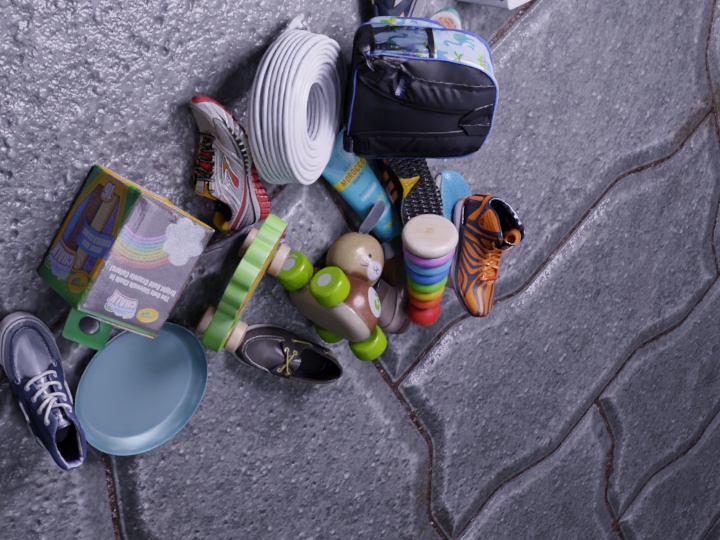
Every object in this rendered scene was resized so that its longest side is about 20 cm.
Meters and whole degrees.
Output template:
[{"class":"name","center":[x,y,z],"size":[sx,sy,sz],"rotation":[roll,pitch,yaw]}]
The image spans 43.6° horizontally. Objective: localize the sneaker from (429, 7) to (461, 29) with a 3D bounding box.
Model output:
[{"class":"sneaker","center":[0.103,-0.297,1.355],"size":[0.201,0.071,0.080],"rotation":[-65,177,28]}]

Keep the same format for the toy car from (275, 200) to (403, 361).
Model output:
[{"class":"toy car","center":[0.000,0.000,1.354],"size":[0.200,0.157,0.165],"rotation":[-50,134,-18]}]

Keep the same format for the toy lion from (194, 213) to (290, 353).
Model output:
[{"class":"toy lion","center":[-0.155,0.019,1.196],"size":[0.068,0.192,0.201],"rotation":[29,90,-4]}]

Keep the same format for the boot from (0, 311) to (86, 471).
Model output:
[{"class":"boot","center":[-0.386,0.150,1.115],"size":[0.073,0.090,0.201],"rotation":[-28,127,-29]}]

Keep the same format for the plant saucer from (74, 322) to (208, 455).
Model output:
[{"class":"plant saucer","center":[-0.303,0.159,1.242],"size":[0.199,0.027,0.201],"rotation":[-21,123,-35]}]

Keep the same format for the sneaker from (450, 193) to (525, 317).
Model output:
[{"class":"sneaker","center":[0.205,-0.021,1.434],"size":[0.077,0.112,0.202],"rotation":[-12,99,-36]}]

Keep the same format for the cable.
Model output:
[{"class":"cable","center":[-0.079,-0.211,1.184],"size":[0.200,0.069,0.201],"rotation":[-59,153,-47]}]

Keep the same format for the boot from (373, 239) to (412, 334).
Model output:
[{"class":"boot","center":[0.074,0.007,1.491],"size":[0.201,0.070,0.146],"rotation":[-57,143,-7]}]

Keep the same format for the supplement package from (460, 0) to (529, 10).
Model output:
[{"class":"supplement package","center":[0.246,-0.487,1.360],"size":[0.199,0.117,0.118],"rotation":[-32,129,-28]}]

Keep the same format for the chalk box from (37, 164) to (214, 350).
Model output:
[{"class":"chalk box","center":[-0.297,-0.003,1.100],"size":[0.124,0.124,0.201],"rotation":[30,90,-47]}]

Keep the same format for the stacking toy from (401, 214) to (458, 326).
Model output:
[{"class":"stacking toy","center":[0.100,0.011,1.405],"size":[0.085,0.085,0.201],"rotation":[-30,144,-28]}]

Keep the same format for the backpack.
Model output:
[{"class":"backpack","center":[0.082,-0.251,1.225],"size":[0.198,0.148,0.184],"rotation":[4,139,-5]}]

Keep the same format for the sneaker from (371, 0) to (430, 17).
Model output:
[{"class":"sneaker","center":[0.053,-0.368,1.279],"size":[0.079,0.079,0.201],"rotation":[-62,175,-50]}]

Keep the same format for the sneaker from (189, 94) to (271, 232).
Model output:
[{"class":"sneaker","center":[-0.181,-0.134,1.174],"size":[0.082,0.078,0.201],"rotation":[-31,127,-21]}]

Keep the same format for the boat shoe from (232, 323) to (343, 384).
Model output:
[{"class":"boat shoe","center":[-0.107,0.131,1.381],"size":[0.201,0.060,0.072],"rotation":[17,98,-46]}]

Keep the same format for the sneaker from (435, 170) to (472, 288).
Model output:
[{"class":"sneaker","center":[0.146,-0.066,1.510],"size":[0.076,0.081,0.202],"rotation":[-12,99,-36]}]

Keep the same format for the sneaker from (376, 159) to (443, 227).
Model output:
[{"class":"sneaker","center":[0.070,-0.143,1.386],"size":[0.070,0.090,0.201],"rotation":[-25,124,-7]}]

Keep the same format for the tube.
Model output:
[{"class":"tube","center":[0.002,-0.123,1.373],"size":[0.078,0.050,0.200],"rotation":[-55,132,-18]}]
